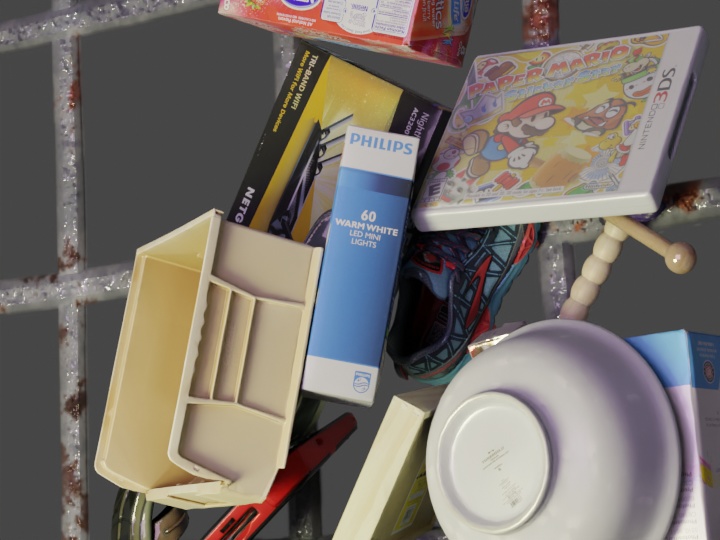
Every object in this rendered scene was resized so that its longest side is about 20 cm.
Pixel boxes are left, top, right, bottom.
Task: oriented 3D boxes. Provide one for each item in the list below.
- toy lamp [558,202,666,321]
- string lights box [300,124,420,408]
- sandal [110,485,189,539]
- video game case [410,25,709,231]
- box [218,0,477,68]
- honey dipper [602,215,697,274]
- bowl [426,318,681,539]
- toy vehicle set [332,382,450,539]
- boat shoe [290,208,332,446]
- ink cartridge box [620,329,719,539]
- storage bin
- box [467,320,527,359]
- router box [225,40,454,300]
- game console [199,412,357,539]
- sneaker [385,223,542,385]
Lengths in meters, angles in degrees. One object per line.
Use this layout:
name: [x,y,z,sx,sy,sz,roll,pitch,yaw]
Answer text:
toy lamp: [0.168,0.028,1.498,0.058,0.058,0.201,33,102,30]
string lights box: [0.000,0.000,1.495,0.058,0.103,0.202,10,83,0]
sandal: [-0.181,0.229,1.692,0.080,0.057,0.203,153,128,-64]
video game case: [0.151,-0.108,1.483,0.199,0.023,0.183,-5,45,32]
box: [-0.007,-0.237,1.614,0.199,0.095,0.101,14,92,33]
honey dipper: [0.183,-0.044,1.432,0.200,0.038,0.038,39,107,56]
bowl: [0.114,0.132,1.351,0.200,0.090,0.203,-5,83,40]
toy vehicle set: [0.041,0.150,1.481,0.026,0.200,0.125,25,97,16]
boat shoe: [-0.043,0.043,1.558,0.072,0.062,0.202,19,91,24]
ink cartridge box: [0.214,0.153,1.412,0.124,0.128,0.202,-9,79,32]
storage bin: [-0.121,0.076,1.506,0.200,0.093,0.200,161,122,-65]
box: [0.136,0.138,1.474,0.038,0.041,0.202,-17,96,26]
router box: [-0.018,-0.068,1.627,0.157,0.052,0.201,28,99,31]
game console: [-0.092,0.201,1.575,0.031,0.177,0.200,44,109,3]
sneaker: [0.077,-0.004,1.535,0.079,0.095,0.202,21,96,31]
